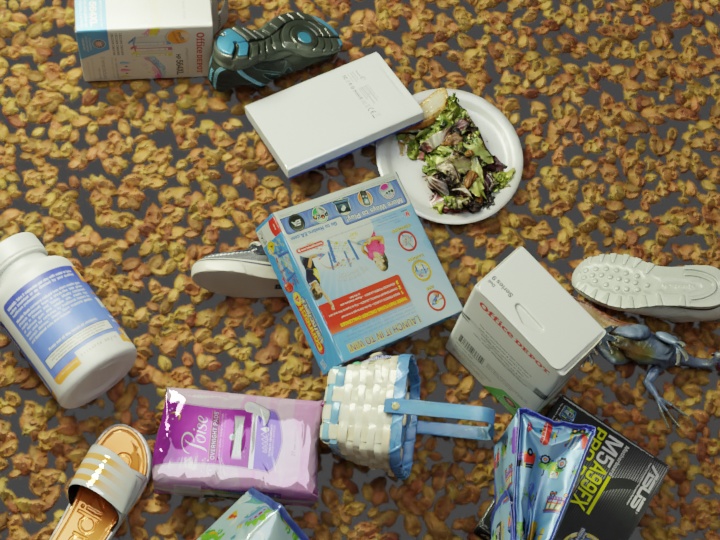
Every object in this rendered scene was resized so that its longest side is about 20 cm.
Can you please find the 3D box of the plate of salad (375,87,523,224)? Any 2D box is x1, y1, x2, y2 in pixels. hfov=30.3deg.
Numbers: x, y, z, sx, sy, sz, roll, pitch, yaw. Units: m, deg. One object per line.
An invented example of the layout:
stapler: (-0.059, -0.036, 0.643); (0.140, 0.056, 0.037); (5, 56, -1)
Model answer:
plate of salad: (0.120, -0.157, 1.759); (0.198, 0.048, 0.202); (3, 67, -6)

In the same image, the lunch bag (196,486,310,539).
lunch bag: (-0.106, 0.375, 1.473); (0.170, 0.127, 0.201); (-41, 109, -15)

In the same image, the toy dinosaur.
toy dinosaur: (0.372, 0.088, 1.672); (0.180, 0.105, 0.201); (0, 54, -29)

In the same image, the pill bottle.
pill bottle: (-0.365, 0.055, 1.582); (0.112, 0.112, 0.200); (-35, 76, -18)

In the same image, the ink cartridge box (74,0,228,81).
ink cartridge box: (-0.269, -0.336, 1.743); (0.198, 0.129, 0.126); (-3, 68, -7)

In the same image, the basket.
basket: (0.058, 0.170, 1.550); (0.198, 0.176, 0.140); (9, 75, 7)

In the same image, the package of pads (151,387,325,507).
package of pads: (-0.142, 0.207, 1.566); (0.198, 0.076, 0.121); (6, 65, -4)

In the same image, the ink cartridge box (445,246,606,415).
ink cartridge box: (0.193, 0.082, 1.586); (0.084, 0.200, 0.146); (-40, 77, -20)

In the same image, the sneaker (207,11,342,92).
sneaker: (-0.117, -0.290, 1.777); (0.199, 0.082, 0.073); (-13, 61, -32)

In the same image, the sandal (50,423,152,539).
sandal: (-0.303, 0.271, 1.529); (0.079, 0.059, 0.208); (23, 67, 3)

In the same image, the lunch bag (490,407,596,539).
lunch bag: (0.188, 0.277, 1.486); (0.093, 0.151, 0.201); (14, 66, 0)

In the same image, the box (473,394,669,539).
box: (0.254, 0.275, 1.600); (0.160, 0.044, 0.200); (34, 68, 9)

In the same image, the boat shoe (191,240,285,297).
boat shoe: (-0.112, -0.020, 1.669); (0.198, 0.075, 0.093); (5, 63, -14)

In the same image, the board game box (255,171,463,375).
board game box: (0.000, 0.000, 1.626); (0.199, 0.056, 0.197); (-20, 81, -35)

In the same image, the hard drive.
hard drive: (-0.035, -0.206, 1.753); (0.199, 0.025, 0.132); (-25, 55, -15)

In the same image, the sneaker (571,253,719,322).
sneaker: (0.369, 0.032, 1.701); (0.199, 0.081, 0.077); (10, 69, 20)
